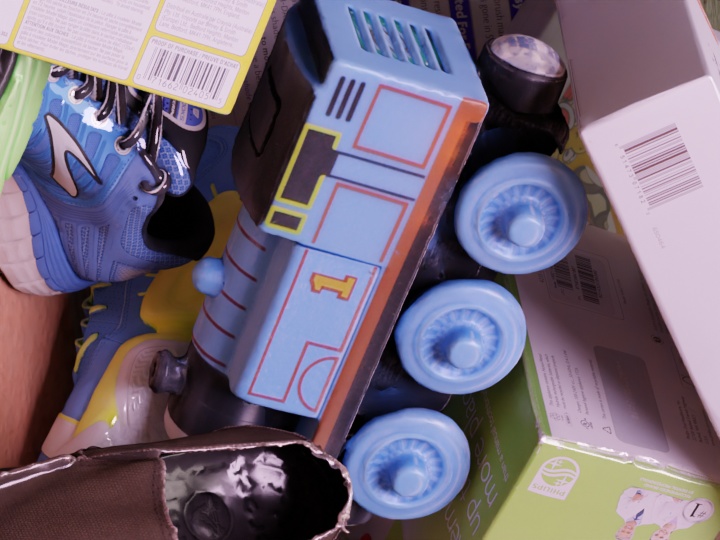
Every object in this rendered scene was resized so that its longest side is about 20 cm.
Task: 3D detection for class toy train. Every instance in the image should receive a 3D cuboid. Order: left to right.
[{"bbox_3d":[0.000,0.000,0.926,0.087,0.114,0.200,-102,-148,-59],"label":"toy train"}]

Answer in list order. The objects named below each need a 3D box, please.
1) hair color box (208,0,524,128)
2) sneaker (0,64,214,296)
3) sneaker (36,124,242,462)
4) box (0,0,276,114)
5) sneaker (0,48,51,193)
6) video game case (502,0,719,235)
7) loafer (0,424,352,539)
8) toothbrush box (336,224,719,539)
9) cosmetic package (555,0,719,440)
[{"bbox_3d":[0.014,-0.109,1.105,0.065,0.199,0.110,-60,145,-63],"label":"hair color box"},{"bbox_3d":[-0.099,-0.065,0.906,0.200,0.089,0.079,65,26,-54],"label":"sneaker"},{"bbox_3d":[-0.078,0.020,1.019,0.200,0.105,0.076,-48,139,-24],"label":"sneaker"},{"bbox_3d":[-0.053,-0.153,0.724,0.117,0.048,0.200,15,105,-38],"label":"box"},{"bbox_3d":[-0.149,-0.013,0.787,0.084,0.077,0.201,13,81,-34],"label":"sneaker"},{"bbox_3d":[0.105,-0.017,1.085,0.200,0.182,0.023,17,24,-38],"label":"video game case"},{"bbox_3d":[-0.084,0.084,0.834,0.200,0.071,0.073,-19,85,-39],"label":"loafer"},{"bbox_3d":[0.053,0.097,1.018,0.146,0.086,0.200,-98,-152,-51],"label":"toothbrush box"},{"bbox_3d":[0.130,-0.007,0.939,0.151,0.052,0.200,-95,160,-63],"label":"cosmetic package"}]
